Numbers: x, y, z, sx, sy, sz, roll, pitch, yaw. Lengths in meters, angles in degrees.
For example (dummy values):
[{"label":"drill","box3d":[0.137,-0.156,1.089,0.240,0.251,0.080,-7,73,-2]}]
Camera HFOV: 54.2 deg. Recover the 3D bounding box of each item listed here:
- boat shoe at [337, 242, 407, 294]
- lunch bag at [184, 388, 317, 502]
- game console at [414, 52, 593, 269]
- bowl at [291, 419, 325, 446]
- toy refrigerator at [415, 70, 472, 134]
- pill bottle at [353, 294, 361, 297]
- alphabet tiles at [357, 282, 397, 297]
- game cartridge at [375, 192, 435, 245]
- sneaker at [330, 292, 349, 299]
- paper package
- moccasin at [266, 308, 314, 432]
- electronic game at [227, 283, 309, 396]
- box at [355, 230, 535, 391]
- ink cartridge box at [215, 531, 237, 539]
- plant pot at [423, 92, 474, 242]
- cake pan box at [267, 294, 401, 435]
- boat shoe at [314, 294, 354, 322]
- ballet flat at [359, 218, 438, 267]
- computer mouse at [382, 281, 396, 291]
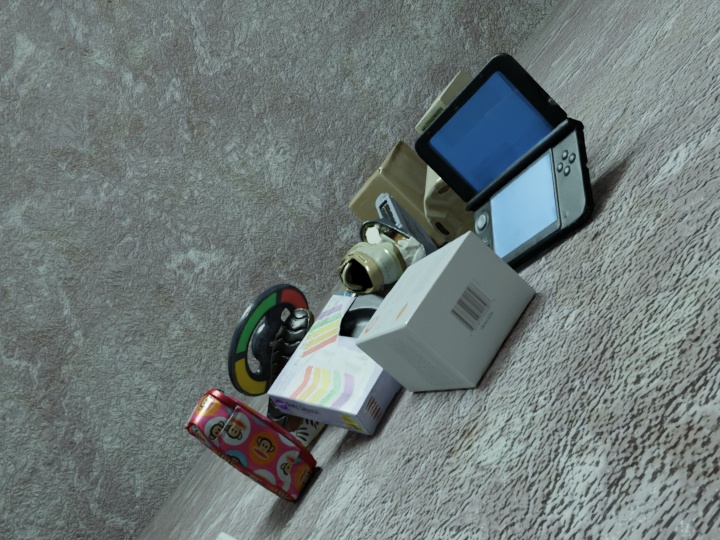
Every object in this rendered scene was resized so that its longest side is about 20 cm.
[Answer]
[{"label":"boat shoe","box3d":[0.000,0.000,1.074,0.065,0.076,0.199,-27,3,-22]},{"label":"lunch bag","box3d":[-0.169,0.263,1.054,0.083,0.198,0.176,-56,7,-23]},{"label":"game console","box3d":[0.155,-0.108,0.819,0.200,0.113,0.181,139,138,-55]},{"label":"bowl","box3d":[-0.102,0.230,1.286,0.202,0.094,0.201,-51,5,7]},{"label":"toy refrigerator","box3d":[0.170,-0.151,0.911,0.070,0.199,0.076,-52,7,-28]},{"label":"pill bottle","box3d":[-0.021,0.130,1.149,0.202,0.111,0.112,-54,6,-29]},{"label":"alphabet tiles","box3d":[0.028,0.077,1.064,0.198,0.008,0.168,-36,32,-3]},{"label":"game cartridge","box3d":[0.091,-0.058,1.257,0.041,0.133,0.201,-39,23,11]},{"label":"sneaker","box3d":[-0.007,0.065,1.471,0.201,0.104,0.076,-51,-14,3]},{"label":"paper package","box3d":[0.096,-0.132,1.456,0.104,0.199,0.190,-52,6,-28]},{"label":"moccasin","box3d":[-0.107,0.168,1.188,0.077,0.072,0.208,15,-103,-59]},{"label":"electronic game","box3d":[-0.155,0.121,1.215,0.199,0.041,0.205,-36,-44,-42]},{"label":"box","box3d":[0.086,0.055,0.791,0.125,0.097,0.200,-52,6,-17]},{"label":"ink cartridge box","box3d":[-0.223,0.463,0.990,0.178,0.044,0.200,-53,5,-23]},{"label":"plant pot","box3d":[0.173,-0.146,1.053,0.201,0.198,0.186,-45,17,44]},{"label":"cake pan box","box3d":[-0.011,0.122,0.989,0.181,0.053,0.202,5,49,42]},{"label":"boat shoe","box3d":[-0.050,0.104,1.415,0.070,0.090,0.205,23,-88,-57]},{"label":"ballet flat","box3d":[0.060,-0.028,1.078,0.074,0.073,0.199,-49,42,-1]},{"label":"computer mouse","box3d":[0.043,0.009,1.346,0.202,0.052,0.138,-55,6,-28]}]
